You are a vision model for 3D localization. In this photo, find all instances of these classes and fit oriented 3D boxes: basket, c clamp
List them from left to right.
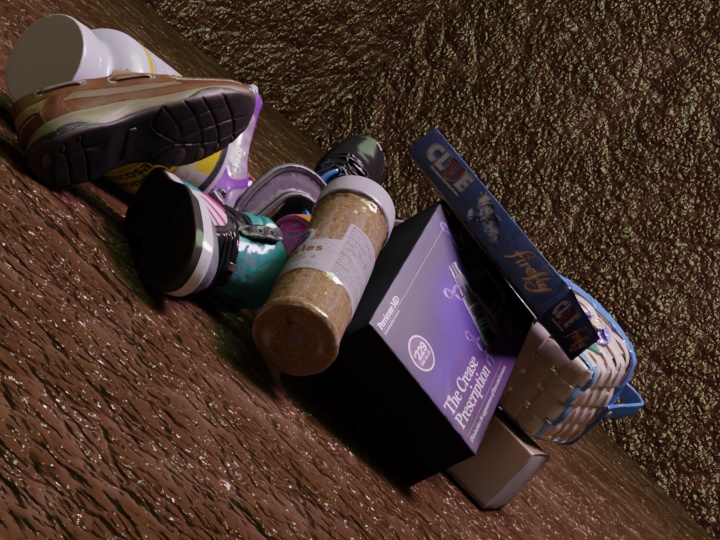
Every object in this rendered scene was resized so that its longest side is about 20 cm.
[{"bbox_3d":[-0.065,-0.004,1.274,0.200,0.171,0.027,50,-36,-14],"label":"c clamp"},{"bbox_3d":[0.187,0.083,1.398,0.176,0.139,0.200,43,14,17],"label":"basket"}]

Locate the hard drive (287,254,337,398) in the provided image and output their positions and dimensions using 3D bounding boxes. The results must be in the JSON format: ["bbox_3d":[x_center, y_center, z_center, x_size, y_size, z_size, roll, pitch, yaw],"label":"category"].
[{"bbox_3d":[0.021,0.054,1.255,0.200,0.042,0.135,17,53,-47],"label":"hard drive"}]

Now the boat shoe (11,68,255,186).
[{"bbox_3d":[-0.173,-0.124,1.104,0.199,0.076,0.074,-14,55,-39],"label":"boat shoe"}]

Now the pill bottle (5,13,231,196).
[{"bbox_3d":[-0.204,-0.135,1.218,0.112,0.112,0.200,46,7,34],"label":"pill bottle"}]

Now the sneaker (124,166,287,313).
[{"bbox_3d":[-0.109,-0.008,1.103,0.120,0.084,0.200,30,9,-23],"label":"sneaker"}]

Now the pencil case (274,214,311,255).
[{"bbox_3d":[0.000,0.000,1.395,0.199,0.088,0.087,11,26,-43],"label":"pencil case"}]

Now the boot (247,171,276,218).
[{"bbox_3d":[-0.155,-0.089,1.498,0.155,0.077,0.200,49,0,23],"label":"boot"}]

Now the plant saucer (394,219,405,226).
[{"bbox_3d":[0.085,0.008,1.546,0.199,0.050,0.200,19,-13,4],"label":"plant saucer"}]

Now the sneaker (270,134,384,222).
[{"bbox_3d":[-0.021,-0.081,1.486,0.073,0.082,0.200,42,49,-7],"label":"sneaker"}]

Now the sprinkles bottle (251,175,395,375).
[{"bbox_3d":[-0.025,0.000,1.128,0.068,0.068,0.200,41,33,-12],"label":"sprinkles bottle"}]

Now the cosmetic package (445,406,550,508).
[{"bbox_3d":[0.081,0.133,1.377,0.200,0.071,0.105,44,5,17],"label":"cosmetic package"}]

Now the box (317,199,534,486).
[{"bbox_3d":[0.055,0.055,1.192,0.141,0.079,0.200,49,36,-12],"label":"box"}]

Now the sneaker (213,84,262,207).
[{"bbox_3d":[-0.137,-0.105,1.412,0.089,0.080,0.200,52,35,-25],"label":"sneaker"}]

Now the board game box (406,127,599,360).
[{"bbox_3d":[0.127,-0.022,1.267,0.200,0.035,0.135,53,4,27],"label":"board game box"}]
